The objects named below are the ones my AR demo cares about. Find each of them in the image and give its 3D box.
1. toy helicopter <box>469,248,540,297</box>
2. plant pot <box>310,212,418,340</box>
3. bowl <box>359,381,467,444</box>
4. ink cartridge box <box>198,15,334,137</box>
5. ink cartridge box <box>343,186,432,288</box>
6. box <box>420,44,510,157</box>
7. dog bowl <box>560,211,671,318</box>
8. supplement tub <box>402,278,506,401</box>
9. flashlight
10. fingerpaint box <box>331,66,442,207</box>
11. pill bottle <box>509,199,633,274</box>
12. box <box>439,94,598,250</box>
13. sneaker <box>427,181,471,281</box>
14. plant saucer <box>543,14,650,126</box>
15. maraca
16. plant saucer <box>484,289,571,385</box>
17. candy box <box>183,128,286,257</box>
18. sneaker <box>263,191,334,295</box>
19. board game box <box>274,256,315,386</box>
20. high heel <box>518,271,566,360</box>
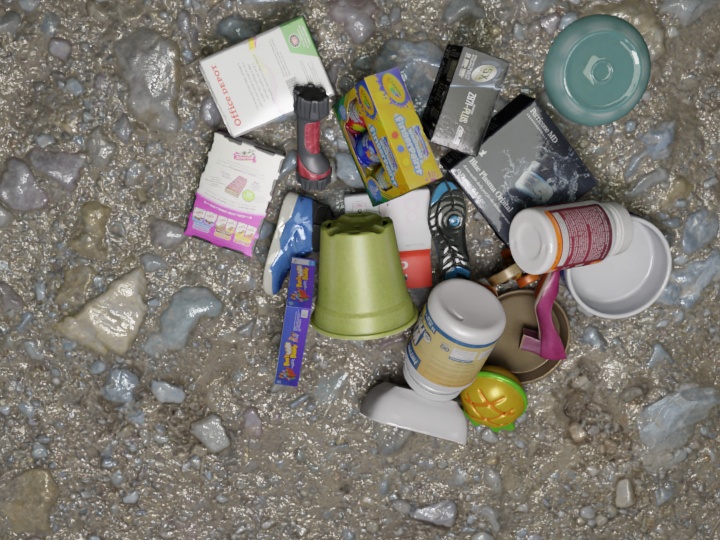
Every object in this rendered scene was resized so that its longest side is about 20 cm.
[{"bbox_3d":[0.260,0.008,1.574,0.132,0.200,0.079,-28,86,7],"label":"toy helicopter"},{"bbox_3d":[0.000,0.000,1.546,0.199,0.201,0.185,-5,110,-1],"label":"plant pot"},{"bbox_3d":[0.105,0.268,1.650,0.199,0.200,0.075,15,86,-7],"label":"bowl"},{"bbox_3d":[-0.163,-0.342,1.516,0.199,0.084,0.145,-23,106,4],"label":"ink cartridge box"},{"bbox_3d":[0.056,-0.054,1.626,0.162,0.057,0.201,-5,101,-1],"label":"ink cartridge box"},{"bbox_3d":[0.175,-0.298,1.482,0.086,0.200,0.165,17,104,-7],"label":"box"},{"bbox_3d":[0.482,-0.015,1.636,0.199,0.079,0.201,-1,106,-2],"label":"dog bowl"},{"bbox_3d":[0.165,0.129,1.561,0.144,0.145,0.201,16,131,-6],"label":"supplement tub"},{"bbox_3d":[-0.081,-0.231,1.513,0.067,0.068,0.201,-18,143,-20],"label":"flashlight"},{"bbox_3d":[0.041,-0.226,1.488,0.073,0.167,0.201,-24,93,-22],"label":"fingerpaint box"},{"bbox_3d":[0.367,-0.062,1.487,0.199,0.114,0.115,-9,108,-28],"label":"pill bottle"},{"bbox_3d":[0.285,-0.179,1.564,0.200,0.117,0.197,-39,103,7],"label":"box"},{"bbox_3d":[0.162,-0.072,1.606,0.073,0.082,0.201,-6,108,1],"label":"sneaker"},{"bbox_3d":[0.435,-0.361,1.559,0.199,0.036,0.201,-1,105,-2],"label":"plant saucer"},{"bbox_3d":[0.255,0.258,1.675,0.136,0.107,0.200,18,143,14],"label":"maraca"},{"bbox_3d":[0.315,0.130,1.697,0.199,0.029,0.201,-1,105,-2],"label":"plant saucer"},{"bbox_3d":[-0.231,-0.143,1.583,0.136,0.061,0.201,19,105,-7],"label":"candy box"},{"bbox_3d":[-0.110,-0.037,1.608,0.111,0.077,0.201,17,98,3],"label":"sneaker"},{"bbox_3d":[-0.120,0.096,1.580,0.045,0.135,0.201,8,129,-5],"label":"board game box"},{"bbox_3d":[0.371,0.080,1.628,0.096,0.068,0.201,14,125,3],"label":"high heel"}]
